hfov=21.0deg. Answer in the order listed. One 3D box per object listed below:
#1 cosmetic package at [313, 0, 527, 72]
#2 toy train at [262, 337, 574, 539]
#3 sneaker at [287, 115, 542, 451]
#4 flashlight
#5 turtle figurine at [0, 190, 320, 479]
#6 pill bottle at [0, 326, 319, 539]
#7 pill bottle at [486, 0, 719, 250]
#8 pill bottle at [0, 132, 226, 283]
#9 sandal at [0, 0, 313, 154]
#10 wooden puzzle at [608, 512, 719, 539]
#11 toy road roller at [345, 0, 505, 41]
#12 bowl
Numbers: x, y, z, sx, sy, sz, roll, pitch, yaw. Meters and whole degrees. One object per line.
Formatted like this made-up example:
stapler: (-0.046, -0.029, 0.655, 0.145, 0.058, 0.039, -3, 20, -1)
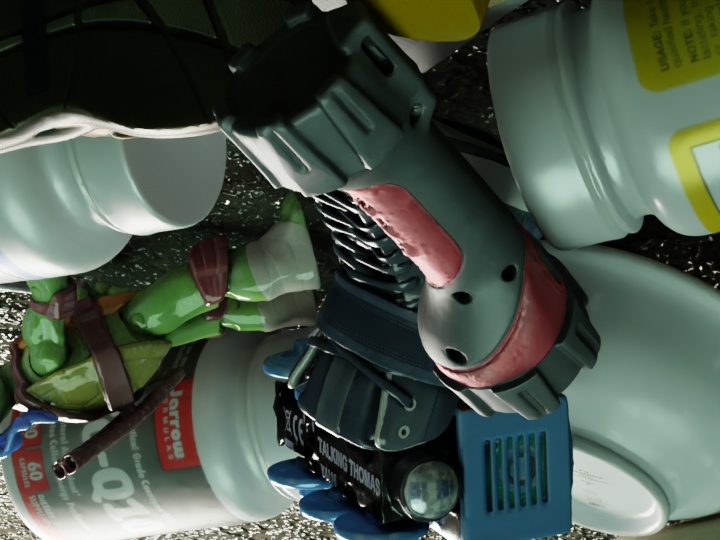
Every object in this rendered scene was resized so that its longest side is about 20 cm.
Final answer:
cosmetic package: (-0.042, -0.139, 0.753, 0.199, 0.052, 0.151, 22, 146, -30)
toy train: (0.023, 0.083, 0.961, 0.114, 0.087, 0.200, -5, -171, -19)
sneaker: (0.001, 0.001, 0.806, 0.077, 0.147, 0.202, 35, -170, 35)
flashlight: (0.019, -0.015, 0.710, 0.068, 0.068, 0.200, 5, 155, 38)
turtle figurine: (-0.126, -0.007, 0.990, 0.193, 0.200, 0.144, -14, 130, -8)
pill bottle: (-0.100, 0.094, 1.130, 0.199, 0.114, 0.114, -11, 148, 27)
pill bottle: (0.157, -0.080, 0.744, 0.199, 0.115, 0.114, -16, 147, 19)
pill bottle: (-0.164, -0.050, 0.858, 0.199, 0.113, 0.112, -7, 150, 29)
sandal: (-0.098, -0.077, 0.750, 0.199, 0.082, 0.055, -12, 164, 29)
wooden puzzle: (0.243, 0.145, 1.102, 0.184, 0.037, 0.200, -18, 172, 23)
toy road roller: (-0.023, -0.175, 0.621, 0.145, 0.123, 0.200, 7, 155, 27)
bowl: (0.132, 0.078, 1.028, 0.200, 0.091, 0.201, 22, 154, 12)
